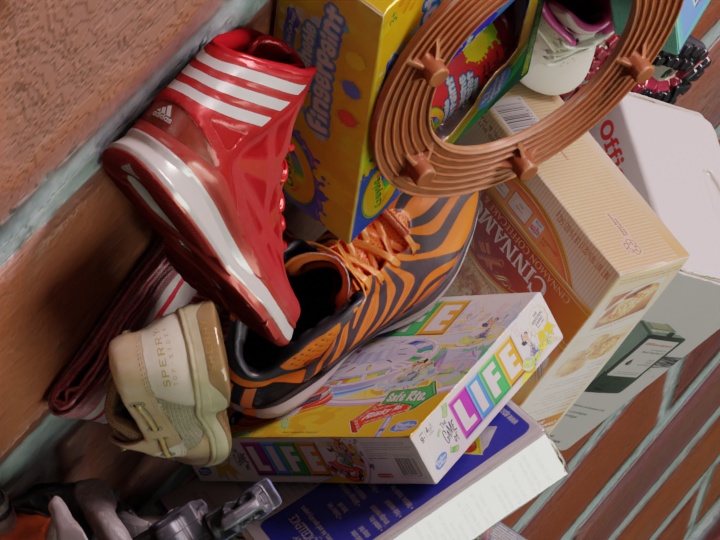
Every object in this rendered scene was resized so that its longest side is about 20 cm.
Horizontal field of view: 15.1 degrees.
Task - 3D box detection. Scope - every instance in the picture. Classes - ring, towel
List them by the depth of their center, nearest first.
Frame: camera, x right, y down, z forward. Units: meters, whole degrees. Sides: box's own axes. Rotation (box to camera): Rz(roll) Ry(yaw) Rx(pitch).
[{"bbox_3d":[0.093,-0.107,1.420,0.199,0.019,0.201,-28,152,-16],"label":"ring"},{"bbox_3d":[-0.095,0.031,1.526,0.144,0.023,0.200,-54,163,3],"label":"towel"}]

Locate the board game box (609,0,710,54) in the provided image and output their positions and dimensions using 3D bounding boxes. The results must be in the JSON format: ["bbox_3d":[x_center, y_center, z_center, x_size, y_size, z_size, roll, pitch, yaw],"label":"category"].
[{"bbox_3d":[0.195,-0.243,1.495,0.201,0.045,0.153,-57,154,-26],"label":"board game box"}]

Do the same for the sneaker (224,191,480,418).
[{"bbox_3d":[0.000,0.000,1.525,0.200,0.077,0.112,-47,172,-16],"label":"sneaker"}]

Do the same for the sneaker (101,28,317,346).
[{"bbox_3d":[-0.048,-0.045,1.379,0.116,0.078,0.200,-51,155,-11],"label":"sneaker"}]

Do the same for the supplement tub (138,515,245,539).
[{"bbox_3d":[-0.064,0.227,1.663,0.199,0.145,0.145,8,121,-38],"label":"supplement tub"}]

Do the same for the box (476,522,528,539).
[{"bbox_3d":[0.005,0.160,1.747,0.200,0.136,0.040,38,57,-52],"label":"box"}]

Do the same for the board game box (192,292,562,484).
[{"bbox_3d":[0.003,0.068,1.573,0.134,0.199,0.034,-46,117,-36],"label":"board game box"}]

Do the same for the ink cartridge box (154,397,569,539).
[{"bbox_3d":[-0.003,0.127,1.558,0.199,0.047,0.198,-35,-156,-6],"label":"ink cartridge box"}]

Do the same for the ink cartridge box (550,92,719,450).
[{"bbox_3d":[0.150,0.001,1.758,0.084,0.147,0.200,13,138,-37],"label":"ink cartridge box"}]

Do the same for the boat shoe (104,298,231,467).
[{"bbox_3d":[-0.105,0.064,1.430,0.064,0.073,0.200,-12,168,-7],"label":"boat shoe"}]

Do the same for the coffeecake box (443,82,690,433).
[{"bbox_3d":[0.086,0.007,1.677,0.073,0.154,0.200,-13,147,-45],"label":"coffeecake box"}]

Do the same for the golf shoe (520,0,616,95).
[{"bbox_3d":[0.112,-0.150,1.566,0.075,0.092,0.200,-28,149,-6],"label":"golf shoe"}]

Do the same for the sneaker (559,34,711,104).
[{"bbox_3d":[0.141,-0.149,1.731,0.081,0.075,0.199,-48,151,20],"label":"sneaker"}]

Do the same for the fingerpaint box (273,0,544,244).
[{"bbox_3d":[0.030,-0.136,1.444,0.167,0.073,0.201,-43,160,-29],"label":"fingerpaint box"}]

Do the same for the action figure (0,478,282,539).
[{"bbox_3d":[-0.151,0.135,1.448,0.199,0.105,0.193,-31,171,9],"label":"action figure"}]
